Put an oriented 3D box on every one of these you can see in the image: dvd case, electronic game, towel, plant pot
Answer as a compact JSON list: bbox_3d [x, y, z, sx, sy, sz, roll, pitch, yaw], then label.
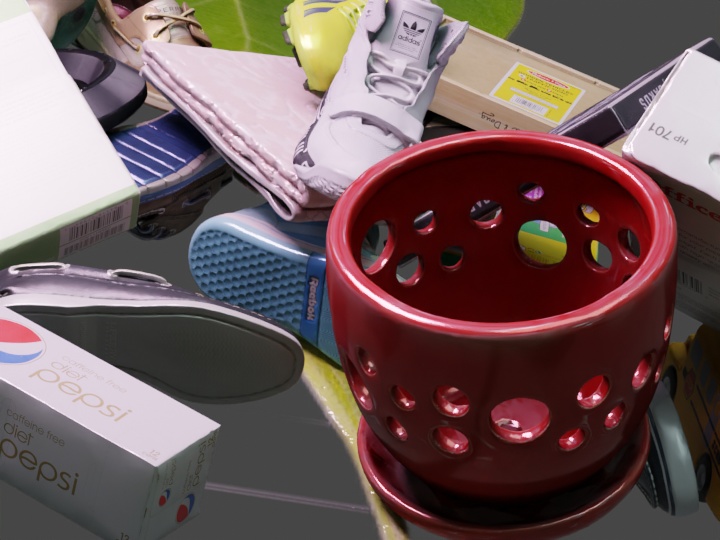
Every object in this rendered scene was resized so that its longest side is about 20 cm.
[{"bbox_3d":[0.123,-0.075,1.529,0.025,0.200,0.150,58,39,-1],"label":"dvd case"},{"bbox_3d":[-0.245,-0.109,1.660,0.199,0.042,0.200,-9,21,3],"label":"electronic game"},{"bbox_3d":[-0.031,-0.089,1.637,0.190,0.032,0.200,2,33,-46],"label":"towel"},{"bbox_3d":[0.085,0.043,1.407,0.199,0.183,0.201,-4,38,3],"label":"plant pot"}]

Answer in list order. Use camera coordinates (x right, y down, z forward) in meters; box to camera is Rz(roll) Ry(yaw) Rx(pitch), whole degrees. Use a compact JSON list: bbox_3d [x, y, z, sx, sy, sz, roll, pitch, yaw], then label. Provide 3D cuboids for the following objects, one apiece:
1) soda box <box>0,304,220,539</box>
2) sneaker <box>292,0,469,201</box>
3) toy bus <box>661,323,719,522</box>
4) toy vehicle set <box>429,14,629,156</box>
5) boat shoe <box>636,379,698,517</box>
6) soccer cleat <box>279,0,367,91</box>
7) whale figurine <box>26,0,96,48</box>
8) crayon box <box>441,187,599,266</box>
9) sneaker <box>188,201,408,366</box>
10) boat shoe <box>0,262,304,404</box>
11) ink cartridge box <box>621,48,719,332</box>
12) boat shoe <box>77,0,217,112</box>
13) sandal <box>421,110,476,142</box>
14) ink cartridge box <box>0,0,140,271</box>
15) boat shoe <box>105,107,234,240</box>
[{"bbox_3d":[-0.182,0.080,1.366,0.199,0.064,0.068,26,29,21],"label":"soda box"},{"bbox_3d":[0.014,-0.114,1.545,0.075,0.115,0.200,23,22,-6],"label":"sneaker"},{"bbox_3d":[0.246,0.096,1.546,0.065,0.079,0.200,10,27,-11],"label":"toy bus"},{"bbox_3d":[0.127,-0.122,1.763,0.199,0.027,0.124,24,27,10],"label":"toy vehicle set"},{"bbox_3d":[0.142,0.087,1.534,0.090,0.071,0.201,-17,47,-6],"label":"boat shoe"},{"bbox_3d":[0.000,-0.174,1.702,0.083,0.065,0.200,-14,11,17],"label":"soccer cleat"},{"bbox_3d":[-0.287,-0.192,1.818,0.159,0.104,0.200,32,56,28],"label":"whale figurine"},{"bbox_3d":[0.106,-0.018,1.710,0.118,0.059,0.200,16,26,0],"label":"crayon box"},{"bbox_3d":[0.000,0.000,1.599,0.199,0.080,0.130,27,30,19],"label":"sneaker"},{"bbox_3d":[-0.132,0.032,1.472,0.199,0.076,0.060,11,33,-11],"label":"boat shoe"},{"bbox_3d":[0.243,-0.028,1.473,0.146,0.200,0.086,29,72,19],"label":"ink cartridge box"},{"bbox_3d":[-0.157,-0.178,1.855,0.074,0.067,0.200,-11,34,-38],"label":"boat shoe"},{"bbox_3d":[-0.013,-0.085,1.763,0.200,0.058,0.080,3,42,14],"label":"sandal"},{"bbox_3d":[-0.249,-0.091,1.538,0.145,0.048,0.200,-24,68,-21],"label":"ink cartridge box"},{"bbox_3d":[-0.136,-0.059,1.643,0.072,0.073,0.200,30,35,25],"label":"boat shoe"}]
